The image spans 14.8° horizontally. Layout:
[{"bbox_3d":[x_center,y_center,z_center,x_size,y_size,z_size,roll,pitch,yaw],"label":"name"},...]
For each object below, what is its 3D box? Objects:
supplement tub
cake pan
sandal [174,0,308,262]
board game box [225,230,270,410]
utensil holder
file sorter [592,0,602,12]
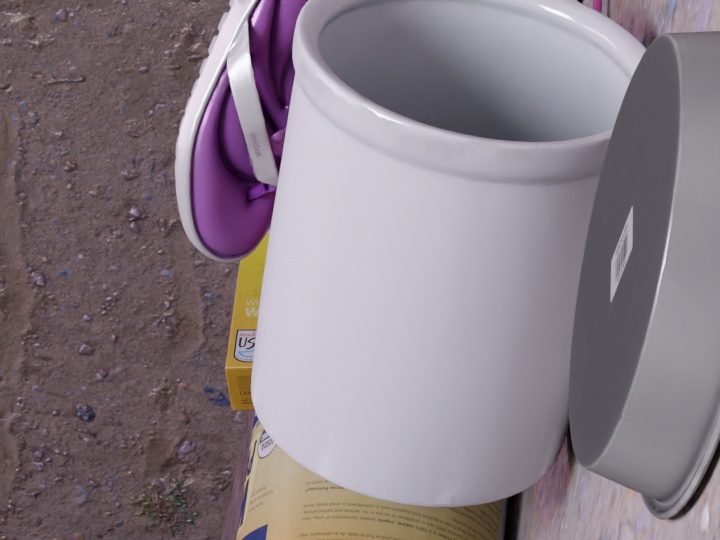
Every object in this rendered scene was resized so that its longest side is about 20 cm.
[{"bbox_3d":[0.005,0.149,1.463,0.145,0.144,0.201,109,171,-59],"label":"supplement tub"},{"bbox_3d":[0.119,-0.004,1.088,0.200,0.037,0.201,-170,90,-85],"label":"cake pan"},{"bbox_3d":[-0.045,-0.095,1.453,0.050,0.082,0.203,31,112,43],"label":"sandal"},{"bbox_3d":[0.000,0.000,1.754,0.040,0.152,0.200,81,-170,-45],"label":"board game box"},{"bbox_3d":[0.038,-0.015,1.301,0.170,0.169,0.201,-88,8,-58],"label":"utensil holder"},{"bbox_3d":[0.046,-0.068,1.500,0.126,0.138,0.200,-80,4,-46],"label":"file sorter"}]
